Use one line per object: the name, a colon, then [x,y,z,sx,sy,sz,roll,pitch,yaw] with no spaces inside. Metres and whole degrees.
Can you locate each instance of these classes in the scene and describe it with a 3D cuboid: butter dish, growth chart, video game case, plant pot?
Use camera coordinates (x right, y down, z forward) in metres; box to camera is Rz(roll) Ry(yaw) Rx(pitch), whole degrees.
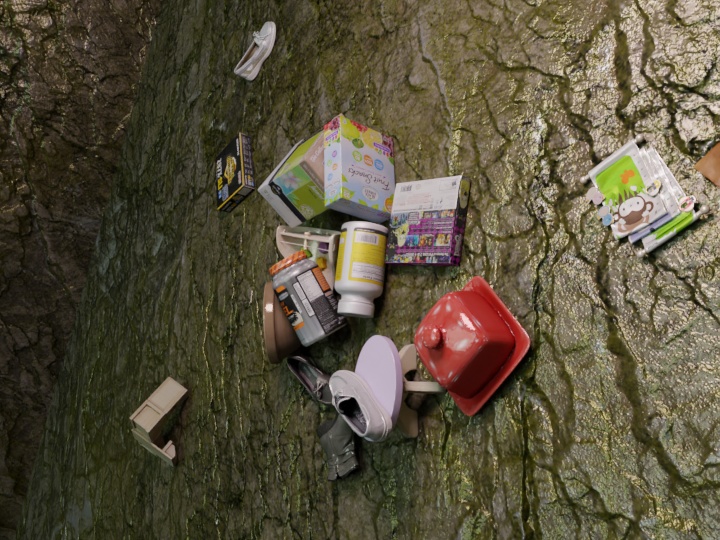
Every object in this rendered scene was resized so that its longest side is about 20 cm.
butter dish: [0.171,0.128,1.214,0.201,0.147,0.200,-56,42,24]
growth chart: [0.442,-0.118,1.064,0.145,0.018,0.201,-48,46,32]
video game case: [0.138,-0.102,1.410,0.199,0.036,0.184,0,79,51]
plant pot: [-0.183,0.127,1.654,0.201,0.091,0.204,177,90,-89]

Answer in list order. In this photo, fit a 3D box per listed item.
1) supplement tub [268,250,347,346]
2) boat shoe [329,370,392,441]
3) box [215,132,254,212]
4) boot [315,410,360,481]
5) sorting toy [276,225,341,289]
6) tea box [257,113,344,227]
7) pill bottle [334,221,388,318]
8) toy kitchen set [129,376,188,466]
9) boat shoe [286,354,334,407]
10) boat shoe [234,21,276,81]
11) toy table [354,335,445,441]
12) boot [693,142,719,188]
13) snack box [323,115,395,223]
supplement tub: [-0.126,0.064,1.553,0.122,0.122,0.202,-31,86,40]
boat shoe: [-0.018,0.257,1.280,0.073,0.068,0.200,-60,40,17]
box: [-0.401,-0.309,2.116,0.159,0.049,0.202,-33,55,42]
boot: [-0.021,0.372,1.449,0.200,0.067,0.132,-48,51,40]
sorting toy: [-0.111,-0.010,1.644,0.198,0.106,0.183,12,100,42]
tea box: [-0.106,-0.238,1.603,0.196,0.134,0.201,-23,27,46]
pill bottle: [0.000,0.000,1.487,0.111,0.110,0.203,-3,76,50]
toy kitchen set: [-0.598,0.490,2.111,0.162,0.181,0.201,31,146,13]
boat shoe: [-0.113,0.264,1.587,0.200,0.057,0.068,36,106,49]
boat shoe: [-0.335,-0.709,2.142,0.203,0.064,0.075,-53,44,26]
toy table: [0.067,0.239,1.331,0.183,0.116,0.203,-1,78,51]
boot: [0.556,-0.218,0.941,0.201,0.068,0.189,-56,50,33]
snack box: [0.000,-0.225,1.511,0.067,0.167,0.203,-20,66,46]
